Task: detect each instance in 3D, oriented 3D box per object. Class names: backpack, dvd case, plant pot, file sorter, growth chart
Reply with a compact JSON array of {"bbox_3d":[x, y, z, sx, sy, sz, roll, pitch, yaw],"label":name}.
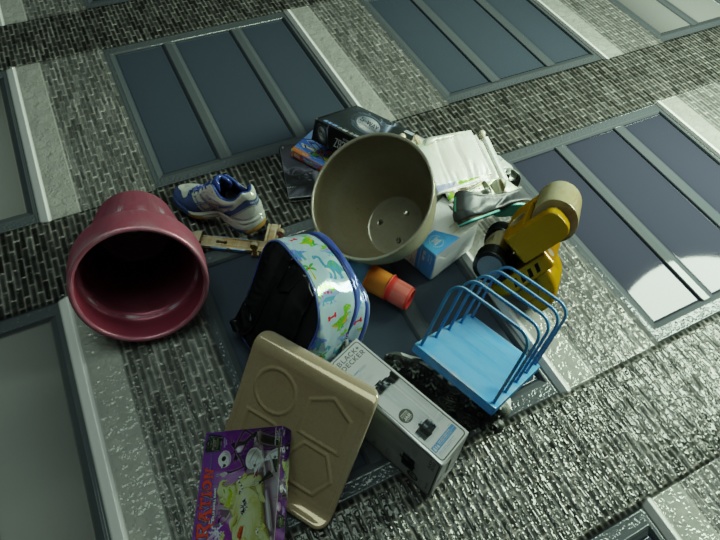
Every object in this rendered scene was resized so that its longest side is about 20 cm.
[{"bbox_3d":[-0.077,0.051,0.891,0.145,0.202,0.183,-14,49,-38],"label":"backpack"},{"bbox_3d":[-0.054,-0.202,1.207,0.195,0.016,0.151,-7,53,-10],"label":"dvd case"},{"bbox_3d":[-0.342,-0.025,0.949,0.196,0.203,0.180,-13,38,-14],"label":"plant pot"},{"bbox_3d":[0.195,0.085,0.882,0.138,0.124,0.199,37,26,22],"label":"file sorter"},{"bbox_3d":[0.174,-0.187,1.107,0.196,0.018,0.148,-9,76,-23],"label":"growth chart"}]

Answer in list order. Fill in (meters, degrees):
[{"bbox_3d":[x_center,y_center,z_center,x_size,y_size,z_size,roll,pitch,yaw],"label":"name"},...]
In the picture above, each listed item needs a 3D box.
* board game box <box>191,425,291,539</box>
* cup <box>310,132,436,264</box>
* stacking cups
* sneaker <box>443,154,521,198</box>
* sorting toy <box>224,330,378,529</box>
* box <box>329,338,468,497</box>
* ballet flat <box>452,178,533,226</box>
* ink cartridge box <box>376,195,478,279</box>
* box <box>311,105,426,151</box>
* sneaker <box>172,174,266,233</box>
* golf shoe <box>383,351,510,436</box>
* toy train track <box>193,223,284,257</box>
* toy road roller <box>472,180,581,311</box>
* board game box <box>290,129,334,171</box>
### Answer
[{"bbox_3d":[-0.147,0.298,0.754,0.118,0.032,0.204,-13,59,23],"label":"board game box"},{"bbox_3d":[0.037,-0.093,0.982,0.196,0.143,0.205,-6,72,19],"label":"cup"},{"bbox_3d":[0.000,0.000,1.033,0.197,0.061,0.061,28,55,12],"label":"stacking cups"},{"bbox_3d":[0.202,-0.180,1.178,0.196,0.075,0.089,-9,52,-24],"label":"sneaker"},{"bbox_3d":[-0.086,0.206,0.810,0.182,0.204,0.036,25,12,16],"label":"sorting toy"},{"bbox_3d":[0.043,0.198,0.839,0.199,0.118,0.060,36,57,23],"label":"box"},{"bbox_3d":[0.231,-0.124,1.059,0.197,0.074,0.073,-13,52,-36],"label":"ballet flat"},{"bbox_3d":[0.095,-0.092,1.100,0.115,0.067,0.199,-35,61,-27],"label":"ink cartridge box"},{"bbox_3d":[0.029,-0.246,1.179,0.198,0.044,0.160,30,34,19],"label":"box"},{"bbox_3d":[-0.250,-0.136,1.080,0.196,0.089,0.076,16,46,23],"label":"sneaker"},{"bbox_3d":[0.127,0.166,0.910,0.197,0.079,0.094,25,33,15],"label":"golf shoe"},{"bbox_3d":[-0.200,-0.051,1.067,0.195,0.033,0.116,5,52,1],"label":"toy train track"},{"bbox_3d":[0.289,-0.029,0.993,0.146,0.199,0.123,46,37,-6],"label":"toy road roller"},{"bbox_3d":[-0.027,-0.215,1.196,0.198,0.020,0.103,30,53,18],"label":"board game box"}]
